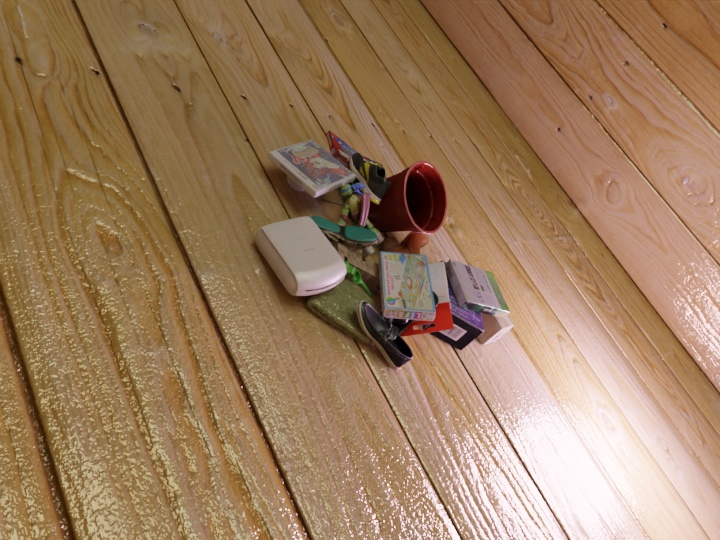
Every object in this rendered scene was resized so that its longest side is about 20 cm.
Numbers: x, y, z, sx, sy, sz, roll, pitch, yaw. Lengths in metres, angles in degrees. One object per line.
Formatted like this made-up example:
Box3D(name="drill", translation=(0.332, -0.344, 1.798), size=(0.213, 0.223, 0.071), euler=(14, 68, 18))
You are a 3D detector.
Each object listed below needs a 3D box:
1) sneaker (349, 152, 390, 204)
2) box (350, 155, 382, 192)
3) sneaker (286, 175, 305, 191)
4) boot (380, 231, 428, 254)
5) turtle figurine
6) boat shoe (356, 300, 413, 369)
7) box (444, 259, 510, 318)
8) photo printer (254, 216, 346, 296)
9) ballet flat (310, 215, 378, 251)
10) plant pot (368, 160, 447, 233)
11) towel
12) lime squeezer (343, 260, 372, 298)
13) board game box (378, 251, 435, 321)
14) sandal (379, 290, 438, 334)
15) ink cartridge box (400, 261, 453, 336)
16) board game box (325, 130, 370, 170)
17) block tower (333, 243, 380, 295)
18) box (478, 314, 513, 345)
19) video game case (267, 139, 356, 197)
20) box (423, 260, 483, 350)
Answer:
Box3D(name="sneaker", translation=(0.033, -0.278, 1.647), size=(0.074, 0.084, 0.203), euler=(25, 31, -47))
Box3D(name="box", translation=(0.022, -0.285, 1.833), size=(0.155, 0.046, 0.204), euler=(16, 44, -35))
Box3D(name="sneaker", translation=(-0.153, -0.282, 1.648), size=(0.081, 0.076, 0.198), euler=(26, 30, 30))
Box3D(name="boot", translation=(0.160, -0.031, 1.702), size=(0.196, 0.074, 0.157), euler=(-14, 63, -38))
Box3D(name="turtle figurine", translation=(-0.034, -0.133, 1.600), size=(0.197, 0.197, 0.144), euler=(57, 8, -16))
Box3D(name="boat shoe", translation=(0.060, 0.149, 1.377), size=(0.202, 0.061, 0.075), euler=(54, 32, -16))
Box3D(name="box", translation=(0.335, 0.054, 1.644), size=(0.195, 0.036, 0.148), euler=(14, 46, -36))
Box3D(name="photo printer", translation=(-0.136, -0.031, 1.354), size=(0.163, 0.070, 0.201), euler=(-16, 57, -39))
Box3D(name="ballet flat", translation=(-0.053, -0.087, 1.511), size=(0.193, 0.077, 0.069), euler=(14, 39, -8))
Box3D(name="plant pot", translation=(0.123, -0.200, 1.684), size=(0.197, 0.192, 0.209), euler=(5, 82, -44))
Box3D(name="towel", translation=(-0.041, 0.087, 1.402), size=(0.197, 0.036, 0.151), euler=(34, 37, -19))
Box3D(name="lime squeezer", translation=(-0.033, 0.015, 1.454), size=(0.197, 0.071, 0.038), euler=(31, 41, -19))
Box3D(name="board game box", translation=(0.117, 0.037, 1.473), size=(0.129, 0.035, 0.204), euler=(5, 45, -7))
Box3D(name="sandal", translation=(0.114, 0.102, 1.460), size=(0.197, 0.049, 0.076), euler=(-32, 60, -19))
Box3D(name="ink cartridge box", translation=(0.160, 0.075, 1.527), size=(0.048, 0.154, 0.204), euler=(74, 10, -45))
Box3D(name="board game box", translation=(-0.025, -0.339, 1.744), size=(0.198, 0.019, 0.105), euler=(29, 37, -44))
Box3D(name="block tower", translation=(0.000, 0.000, 1.516), size=(0.196, 0.054, 0.059), euler=(25, 39, -26))
Box3D(name="box", translation=(0.369, 0.113, 1.751), size=(0.076, 0.095, 0.203), euler=(-4, 56, -46))
Box3D(name="video game case", translation=(-0.130, -0.286, 1.572), size=(0.181, 0.023, 0.199), euler=(41, 37, 14))
Box3D(name="box", translation=(0.260, 0.098, 1.642), size=(0.145, 0.105, 0.204), euler=(28, 39, -22))
